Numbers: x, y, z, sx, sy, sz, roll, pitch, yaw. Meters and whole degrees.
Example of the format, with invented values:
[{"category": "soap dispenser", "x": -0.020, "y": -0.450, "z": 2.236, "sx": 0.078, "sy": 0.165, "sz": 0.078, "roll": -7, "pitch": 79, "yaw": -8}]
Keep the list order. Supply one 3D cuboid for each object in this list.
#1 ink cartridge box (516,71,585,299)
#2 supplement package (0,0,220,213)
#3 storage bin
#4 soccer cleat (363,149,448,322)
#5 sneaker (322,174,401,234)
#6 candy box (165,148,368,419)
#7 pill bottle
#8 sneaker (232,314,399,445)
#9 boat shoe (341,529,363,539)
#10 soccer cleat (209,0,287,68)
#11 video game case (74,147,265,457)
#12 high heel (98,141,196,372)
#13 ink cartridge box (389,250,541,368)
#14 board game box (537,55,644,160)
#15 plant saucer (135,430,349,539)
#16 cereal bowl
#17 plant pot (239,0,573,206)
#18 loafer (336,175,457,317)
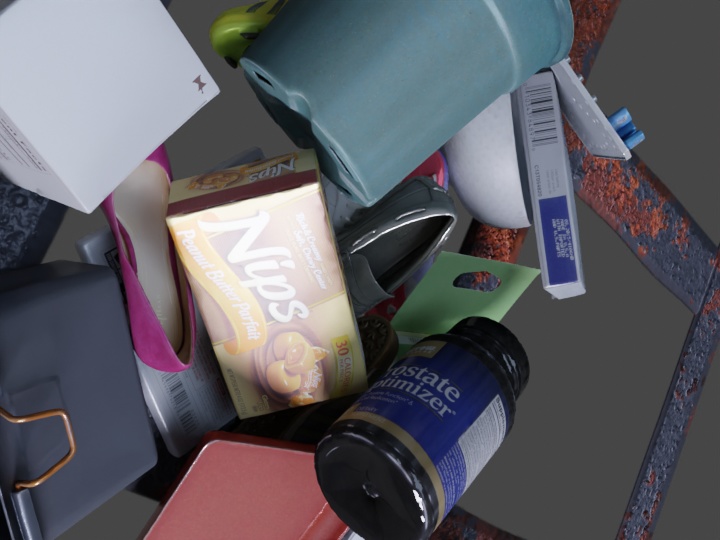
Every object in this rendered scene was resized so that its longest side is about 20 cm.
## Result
[{"category": "ink cartridge box", "x": 0.197, "y": -0.076, "z": 0.895, "sx": 0.200, "sy": 0.040, "sz": 0.205, "roll": 16, "pitch": 67, "yaw": -75}, {"category": "supplement package", "x": -0.196, "y": -0.125, "z": 0.551, "sx": 0.114, "sy": 0.198, "sz": 0.110, "roll": -47, "pitch": 123, "yaw": -19}, {"category": "storage bin", "x": -0.224, "y": 0.089, "z": 0.615, "sx": 0.133, "sy": 0.143, "sz": 0.205, "roll": -26, "pitch": 113, "yaw": -44}, {"category": "soccer cleat", "x": 0.050, "y": -0.022, "z": 0.852, "sx": 0.076, "sy": 0.066, "sz": 0.205, "roll": -14, "pitch": 120, "yaw": -55}, {"category": "sneaker", "x": -0.004, "y": -0.080, "z": 0.788, "sx": 0.074, "sy": 0.099, "sz": 0.205, "roll": 8, "pitch": 93, "yaw": -41}, {"category": "candy box", "x": -0.067, "y": 0.016, "z": 0.687, "sx": 0.113, "sy": 0.056, "sz": 0.204, "roll": -13, "pitch": 124, "yaw": 0}, {"category": "pill bottle", "x": 0.060, "y": 0.123, "z": 0.723, "sx": 0.199, "sy": 0.110, "sz": 0.114, "roll": -38, "pitch": 120, "yaw": -44}, {"category": "sneaker", "x": -0.035, "y": 0.133, "z": 0.801, "sx": 0.200, "sy": 0.067, "sz": 0.090, "roll": -43, "pitch": 138, "yaw": -6}, {"category": "boat shoe", "x": 0.004, "y": 0.253, "z": 0.874, "sx": 0.202, "sy": 0.072, "sz": 0.071, "roll": -55, "pitch": 134, "yaw": -6}, {"category": "soccer cleat", "x": -0.048, "y": -0.221, "z": 0.766, "sx": 0.197, "sy": 0.065, "sz": 0.085, "roll": -15, "pitch": 77, "yaw": -33}, {"category": "video game case", "x": -0.125, "y": 0.025, "z": 0.754, "sx": 0.181, "sy": 0.023, "sz": 0.204, "roll": -33, "pitch": 116, "yaw": -31}, {"category": "high heel", "x": -0.153, "y": -0.029, "z": 0.646, "sx": 0.066, "sy": 0.095, "sz": 0.206, "roll": -2, "pitch": 97, "yaw": -38}, {"category": "ink cartridge box", "x": 0.080, "y": 0.076, "z": 0.845, "sx": 0.143, "sy": 0.049, "sz": 0.201, "roll": 8, "pitch": 132, "yaw": -39}, {"category": "board game box", "x": 0.190, "y": -0.197, "z": 0.842, "sx": 0.026, "sy": 0.200, "sz": 0.202, "roll": -35, "pitch": 93, "yaw": 10}, {"category": "plant saucer", "x": -0.097, "y": 0.213, "z": 0.747, "sx": 0.197, "sy": 0.037, "sz": 0.202, "roll": 17, "pitch": 118, "yaw": -39}, {"category": "cereal bowl", "x": 0.117, "y": -0.139, "z": 0.858, "sx": 0.200, "sy": 0.081, "sz": 0.206, "roll": -7, "pitch": 90, "yaw": -76}, {"category": "plant pot", "x": 0.024, "y": -0.171, "z": 0.670, "sx": 0.196, "sy": 0.200, "sz": 0.201, "roll": -43, "pitch": 123, "yaw": -6}, {"category": "loafer", "x": 0.000, "y": 0.000, "z": 0.753, "sx": 0.200, "sy": 0.070, "sz": 0.070, "roll": -44, "pitch": 120, "yaw": 8}]
